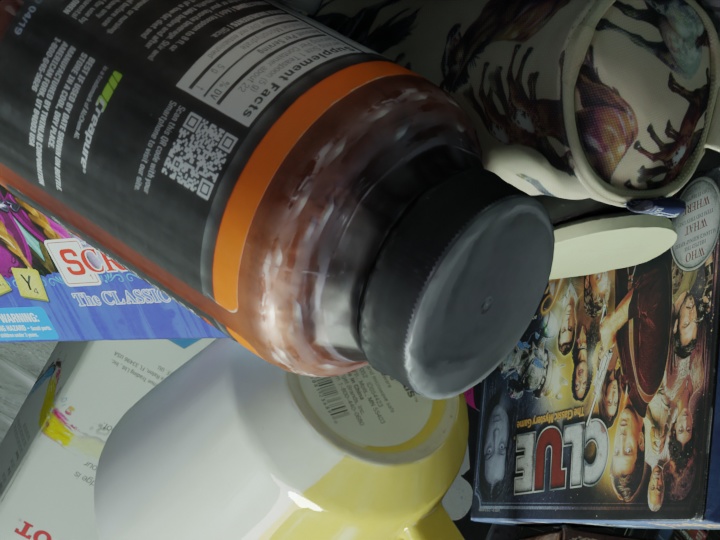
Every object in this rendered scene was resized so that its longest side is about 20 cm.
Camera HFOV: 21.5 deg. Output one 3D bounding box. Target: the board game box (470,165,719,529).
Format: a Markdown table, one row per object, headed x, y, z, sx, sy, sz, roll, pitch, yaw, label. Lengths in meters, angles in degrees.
| x | y | z | sx | sy | sz | roll | pitch | yaw | label |
| --- | --- | --- | --- | --- | --- | --- | --- | --- | --- |
| 0.108 | 0.039 | 0.791 | 0.035 | 0.136 | 0.200 | 9 | 169 | -21 | board game box |

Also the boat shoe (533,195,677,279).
| x | y | z | sx | sy | sz | roll | pitch | yaw | label |
| --- | --- | --- | --- | --- | --- | --- | --- | --- | --- |
| 0.065 | -0.023 | 0.775 | 0.073 | 0.063 | 0.201 | 0 | 174 | -17 | boat shoe |

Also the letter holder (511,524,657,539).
| x | y | z | sx | sy | sz | roll | pitch | yaw | label |
| --- | --- | --- | --- | --- | --- | --- | --- | --- | --- |
| 0.160 | 0.201 | 0.836 | 0.199 | 0.143 | 0.101 | 10 | 166 | -11 | letter holder |

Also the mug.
| x | y | z | sx | sy | sz | roll | pitch | yaw | label |
| --- | --- | --- | --- | --- | --- | --- | --- | --- | --- |
| -0.010 | 0.090 | 0.862 | 0.186 | 0.150 | 0.153 | 27 | 141 | -11 | mug |

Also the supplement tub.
| x | y | z | sx | sy | sz | roll | pitch | yaw | label |
| --- | --- | --- | --- | --- | --- | --- | --- | --- | --- |
| -0.034 | -0.033 | 0.633 | 0.200 | 0.107 | 0.107 | 32 | 169 | 31 | supplement tub |

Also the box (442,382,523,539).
| x | y | z | sx | sy | sz | roll | pitch | yaw | label |
| --- | --- | --- | --- | --- | --- | --- | --- | --- | --- |
| 0.069 | 0.140 | 1.041 | 0.115 | 0.200 | 0.132 | 12 | 159 | 42 | box |

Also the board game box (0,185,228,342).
| x | y | z | sx | sy | sz | roll | pitch | yaw | label |
| --- | --- | --- | --- | --- | --- | --- | --- | --- | --- |
| -0.134 | -0.062 | 0.807 | 0.200 | 0.041 | 0.200 | -4 | 120 | 40 | board game box |

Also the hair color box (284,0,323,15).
| x | y | z | sx | sy | sz | roll | pitch | yaw | label |
| --- | --- | --- | --- | --- | --- | --- | --- | --- | --- |
| -0.027 | -0.152 | 0.545 | 0.100 | 0.061 | 0.200 | 27 | 164 | -4 | hair color box |

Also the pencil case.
| x | y | z | sx | sy | sz | roll | pitch | yaw | label |
| --- | --- | --- | --- | --- | --- | --- | --- | --- | --- |
| 0.039 | -0.061 | 0.691 | 0.089 | 0.078 | 0.200 | 35 | 161 | -35 | pencil case |

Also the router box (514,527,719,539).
| x | y | z | sx | sy | sz | roll | pitch | yaw | label |
| --- | --- | --- | --- | --- | --- | --- | --- | --- | --- |
| 0.163 | 0.144 | 1.004 | 0.062 | 0.150 | 0.200 | 14 | 159 | 38 | router box |

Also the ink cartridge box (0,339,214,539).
| x | y | z | sx | sy | sz | roll | pitch | yaw | label |
| --- | --- | --- | --- | --- | --- | --- | --- | --- | --- |
| -0.124 | 0.098 | 1.152 | 0.147 | 0.200 | 0.146 | 31 | 178 | -14 | ink cartridge box |
